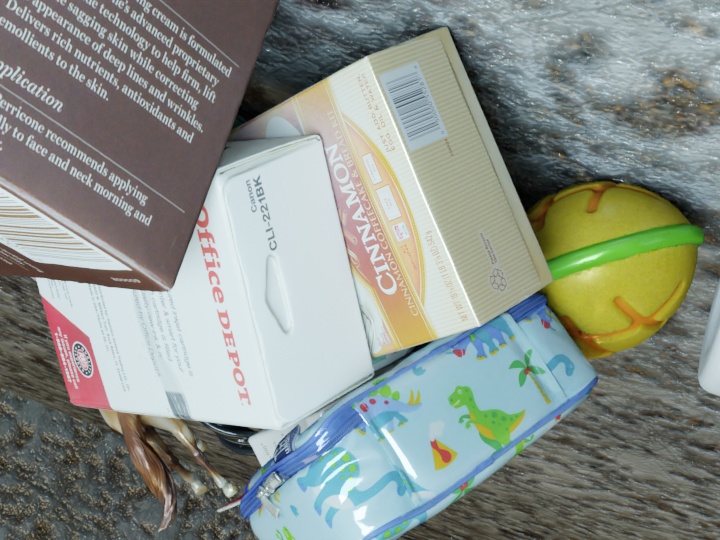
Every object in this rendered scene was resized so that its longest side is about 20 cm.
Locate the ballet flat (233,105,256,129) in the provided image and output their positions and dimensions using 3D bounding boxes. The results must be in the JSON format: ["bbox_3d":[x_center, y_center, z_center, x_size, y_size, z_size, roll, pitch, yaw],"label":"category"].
[{"bbox_3d":[-0.135,-0.106,0.975,0.199,0.075,0.074,31,160,-31],"label":"ballet flat"}]

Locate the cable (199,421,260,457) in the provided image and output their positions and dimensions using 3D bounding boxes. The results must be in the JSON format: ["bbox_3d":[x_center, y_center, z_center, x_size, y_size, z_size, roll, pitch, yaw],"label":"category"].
[{"bbox_3d":[-0.088,0.074,1.171,0.162,0.051,0.201,-20,120,28],"label":"cable"}]

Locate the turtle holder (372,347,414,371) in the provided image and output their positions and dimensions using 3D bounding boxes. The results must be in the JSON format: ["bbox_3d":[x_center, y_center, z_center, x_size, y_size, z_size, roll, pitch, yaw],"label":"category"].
[{"bbox_3d":[-0.006,0.003,0.996,0.133,0.184,0.141,64,160,0],"label":"turtle holder"}]

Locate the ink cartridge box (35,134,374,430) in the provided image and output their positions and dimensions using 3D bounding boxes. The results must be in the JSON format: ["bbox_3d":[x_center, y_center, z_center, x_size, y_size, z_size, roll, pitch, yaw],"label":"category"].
[{"bbox_3d":[-0.100,0.005,0.817,0.199,0.146,0.083,1,-160,45],"label":"ink cartridge box"}]

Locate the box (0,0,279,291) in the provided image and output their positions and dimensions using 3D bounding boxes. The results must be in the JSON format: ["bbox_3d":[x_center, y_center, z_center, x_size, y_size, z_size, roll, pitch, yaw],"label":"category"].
[{"bbox_3d":[-0.166,-0.116,0.705,0.163,0.202,0.166,5,158,39],"label":"box"}]

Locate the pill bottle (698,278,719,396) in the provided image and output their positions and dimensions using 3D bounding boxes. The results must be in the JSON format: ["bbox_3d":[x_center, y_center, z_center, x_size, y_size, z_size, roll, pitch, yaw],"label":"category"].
[{"bbox_3d":[0.314,0.045,0.848,0.198,0.114,0.113,16,164,9],"label":"pill bottle"}]

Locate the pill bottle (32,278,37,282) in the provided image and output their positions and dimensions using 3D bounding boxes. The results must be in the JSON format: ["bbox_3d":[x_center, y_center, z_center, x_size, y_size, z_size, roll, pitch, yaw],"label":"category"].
[{"bbox_3d":[-0.226,-0.010,1.277,0.111,0.113,0.200,11,162,25],"label":"pill bottle"}]

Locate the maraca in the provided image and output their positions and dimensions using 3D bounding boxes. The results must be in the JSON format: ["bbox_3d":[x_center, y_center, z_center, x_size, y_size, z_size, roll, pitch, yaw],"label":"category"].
[{"bbox_3d":[0.138,0.006,0.907,0.136,0.108,0.200,-8,168,-24],"label":"maraca"}]

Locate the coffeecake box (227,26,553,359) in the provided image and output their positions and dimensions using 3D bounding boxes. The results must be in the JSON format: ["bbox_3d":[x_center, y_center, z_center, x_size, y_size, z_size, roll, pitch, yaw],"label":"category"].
[{"bbox_3d":[-0.006,-0.029,0.824,0.199,0.073,0.155,-21,94,48],"label":"coffeecake box"}]

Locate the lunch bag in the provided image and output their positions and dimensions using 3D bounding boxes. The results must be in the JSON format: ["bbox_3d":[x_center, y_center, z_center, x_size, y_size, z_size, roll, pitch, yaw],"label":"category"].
[{"bbox_3d":[0.030,0.101,0.825,0.083,0.199,0.161,55,152,9],"label":"lunch bag"}]

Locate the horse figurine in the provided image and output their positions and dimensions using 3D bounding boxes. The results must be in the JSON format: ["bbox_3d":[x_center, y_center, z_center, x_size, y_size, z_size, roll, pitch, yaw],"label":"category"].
[{"bbox_3d":[-0.146,0.095,0.987,0.133,0.050,0.200,48,-171,-23],"label":"horse figurine"}]

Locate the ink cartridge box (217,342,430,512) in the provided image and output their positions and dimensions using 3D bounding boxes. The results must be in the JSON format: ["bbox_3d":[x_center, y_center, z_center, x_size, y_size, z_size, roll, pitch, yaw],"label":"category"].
[{"bbox_3d":[0.001,0.099,1.019,0.176,0.199,0.045,-28,89,50],"label":"ink cartridge box"}]
